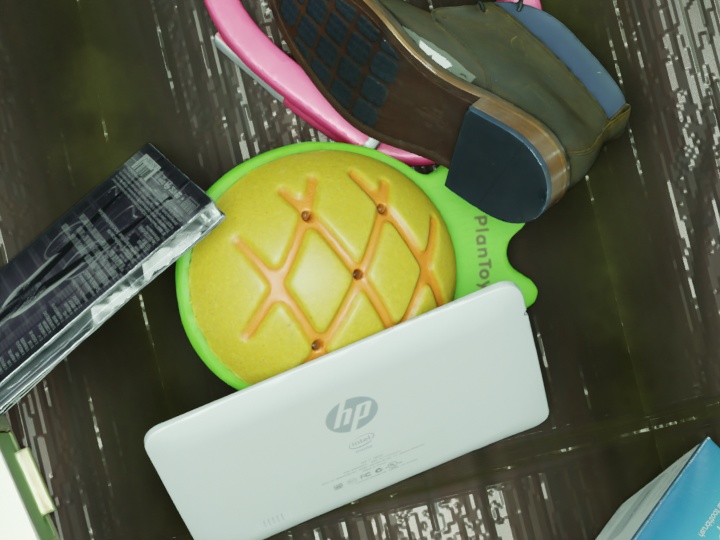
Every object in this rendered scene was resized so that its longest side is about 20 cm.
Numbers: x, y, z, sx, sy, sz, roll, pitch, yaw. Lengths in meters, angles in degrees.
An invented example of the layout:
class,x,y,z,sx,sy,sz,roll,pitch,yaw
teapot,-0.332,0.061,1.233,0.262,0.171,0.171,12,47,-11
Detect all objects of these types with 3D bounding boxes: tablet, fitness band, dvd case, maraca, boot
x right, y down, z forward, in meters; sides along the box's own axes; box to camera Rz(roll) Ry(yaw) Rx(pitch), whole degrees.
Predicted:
class,x,y,z,sx,sy,sz,roll,pitch,yaw
tablet,-0.002,0.080,1.026,0.200,0.130,0.014,-23,52,-4
fitness band,0.004,-0.147,1.084,0.200,0.037,0.144,38,85,1
dvd case,-0.163,0.018,1.014,0.200,0.149,0.016,-41,113,-5
maraca,0.000,0.000,1.040,0.200,0.107,0.137,-7,95,-22
boot,0.046,-0.108,1.044,0.200,0.075,0.097,42,47,17

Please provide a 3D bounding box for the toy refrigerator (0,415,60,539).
class,x,y,z,sx,sy,sz,roll,pitch,yaw
toy refrigerator,-0.173,0.175,1.032,0.070,0.076,0.200,-25,86,-3

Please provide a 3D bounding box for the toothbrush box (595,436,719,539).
class,x,y,z,sx,sy,sz,roll,pitch,yaw
toothbrush box,0.193,0.209,1.002,0.200,0.085,0.146,45,48,2
